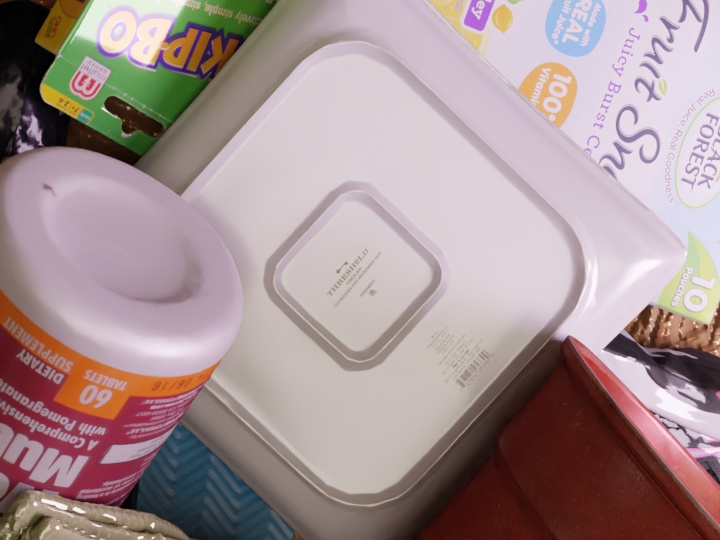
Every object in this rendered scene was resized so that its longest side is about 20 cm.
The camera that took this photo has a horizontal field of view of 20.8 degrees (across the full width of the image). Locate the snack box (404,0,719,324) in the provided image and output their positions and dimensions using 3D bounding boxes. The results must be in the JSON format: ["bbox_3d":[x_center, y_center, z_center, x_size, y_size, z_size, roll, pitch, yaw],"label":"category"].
[{"bbox_3d":[0.084,-0.077,0.854,0.199,0.053,0.143,20,96,-16],"label":"snack box"}]

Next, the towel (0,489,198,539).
[{"bbox_3d":[-0.112,0.186,0.736,0.148,0.036,0.201,27,84,-43],"label":"towel"}]

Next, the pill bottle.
[{"bbox_3d":[-0.136,0.059,0.760,0.109,0.110,0.200,26,121,-17],"label":"pill bottle"}]

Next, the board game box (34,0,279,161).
[{"bbox_3d":[-0.053,-0.141,0.804,0.095,0.030,0.201,29,90,-43],"label":"board game box"}]

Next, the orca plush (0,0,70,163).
[{"bbox_3d":[-0.177,-0.017,0.789,0.200,0.071,0.105,-46,107,-2],"label":"orca plush"}]

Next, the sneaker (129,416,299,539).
[{"bbox_3d":[-0.073,0.135,0.846,0.076,0.081,0.202,15,77,-15],"label":"sneaker"}]

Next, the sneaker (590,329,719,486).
[{"bbox_3d":[0.105,0.068,0.877,0.199,0.080,0.087,25,104,-12],"label":"sneaker"}]

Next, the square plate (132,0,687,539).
[{"bbox_3d":[0.000,0.000,0.802,0.198,0.028,0.200,43,94,-4],"label":"square plate"}]

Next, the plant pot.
[{"bbox_3d":[0.076,0.164,0.763,0.195,0.201,0.201,-42,107,7],"label":"plant pot"}]
